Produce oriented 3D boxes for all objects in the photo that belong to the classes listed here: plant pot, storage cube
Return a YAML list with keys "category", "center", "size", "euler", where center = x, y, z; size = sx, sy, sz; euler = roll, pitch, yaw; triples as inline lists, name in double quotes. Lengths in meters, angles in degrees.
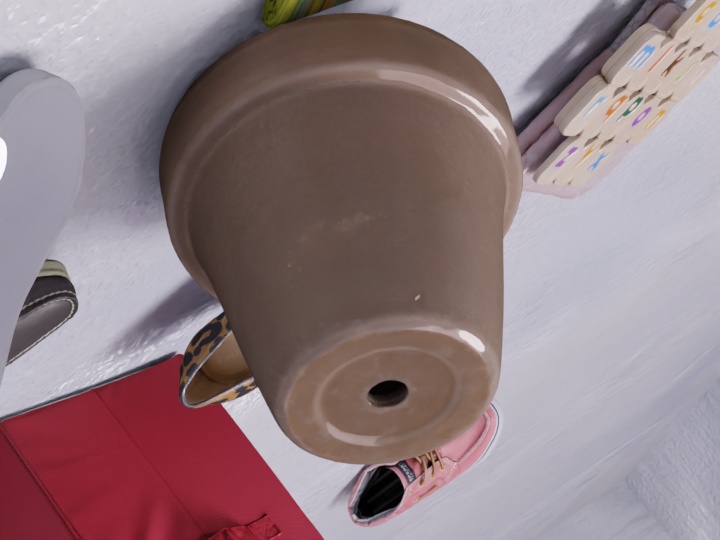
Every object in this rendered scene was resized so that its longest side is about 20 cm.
- category: "plant pot"
  center: [0.000, 0.000, 0.839]
  size: [0.198, 0.176, 0.201]
  euler: [-7, 138, -6]
- category: "storage cube"
  center: [-0.160, 0.193, 1.096]
  size: [0.170, 0.180, 0.201]
  euler: [-20, 153, -47]

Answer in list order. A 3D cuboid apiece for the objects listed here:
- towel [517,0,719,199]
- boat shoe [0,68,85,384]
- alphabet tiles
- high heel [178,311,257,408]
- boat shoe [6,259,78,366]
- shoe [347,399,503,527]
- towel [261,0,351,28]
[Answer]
- category: "towel"
  center: [0.202, -0.133, 1.301]
  size: [0.191, 0.032, 0.200]
  euler: [-47, 162, 16]
- category: "boat shoe"
  center: [-0.187, -0.004, 0.750]
  size: [0.072, 0.065, 0.202]
  euler: [-8, 123, -54]
- category: "alphabet tiles"
  center: [0.212, -0.138, 1.233]
  size: [0.196, 0.015, 0.199]
  euler: [-47, 162, 20]
- category: "high heel"
  center: [-0.031, 0.022, 1.023]
  size: [0.199, 0.072, 0.143]
  euler: [-30, -166, 45]
- category: "boat shoe"
  center: [-0.225, 0.066, 0.839]
  size: [0.200, 0.066, 0.072]
  euler: [-31, 160, -28]
- category: "shoe"
  center: [0.072, 0.215, 1.806]
  size: [0.200, 0.072, 0.091]
  euler: [-41, 169, 19]
- category: "towel"
  center: [0.034, -0.184, 0.859]
  size: [0.199, 0.018, 0.086]
  euler: [-27, 164, -39]
